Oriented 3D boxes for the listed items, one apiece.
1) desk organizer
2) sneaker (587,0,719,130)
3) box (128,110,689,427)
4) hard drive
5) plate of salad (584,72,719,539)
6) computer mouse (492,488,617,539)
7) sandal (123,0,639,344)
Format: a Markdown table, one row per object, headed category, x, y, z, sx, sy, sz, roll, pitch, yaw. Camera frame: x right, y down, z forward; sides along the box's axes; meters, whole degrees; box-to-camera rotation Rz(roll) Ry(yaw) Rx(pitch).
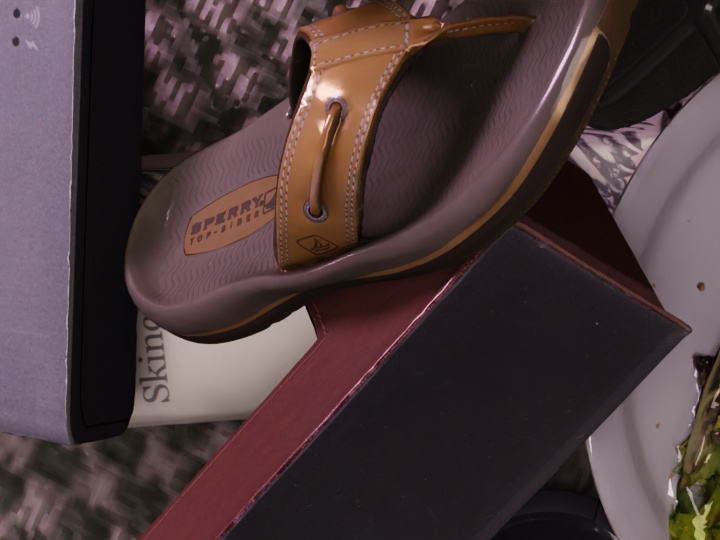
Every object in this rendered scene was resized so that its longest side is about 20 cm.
| category | x | y | z | sx | sy | sz | roll | pitch | yaw |
| --- | --- | --- | --- | --- | --- | --- | --- | --- | --- |
| desk organizer | -0.009 | 0.050 | 0.840 | 0.072 | 0.077 | 0.200 | 29 | 113 | -33 |
| sneaker | 0.081 | -0.136 | 0.867 | 0.115 | 0.076 | 0.201 | 23 | 71 | 31 |
| box | 0.000 | 0.000 | 0.915 | 0.199 | 0.068 | 0.083 | -6 | 98 | 8 |
| hard drive | -0.152 | -0.031 | 0.906 | 0.199 | 0.033 | 0.141 | 8 | 100 | 36 |
| plate of salad | 0.157 | 0.025 | 0.874 | 0.199 | 0.048 | 0.201 | -3 | 97 | -21 |
| computer mouse | 0.062 | 0.171 | 0.947 | 0.140 | 0.046 | 0.201 | -21 | 92 | 27 |
| sandal | -0.005 | -0.039 | 0.787 | 0.054 | 0.082 | 0.199 | 31 | 145 | -32 |
